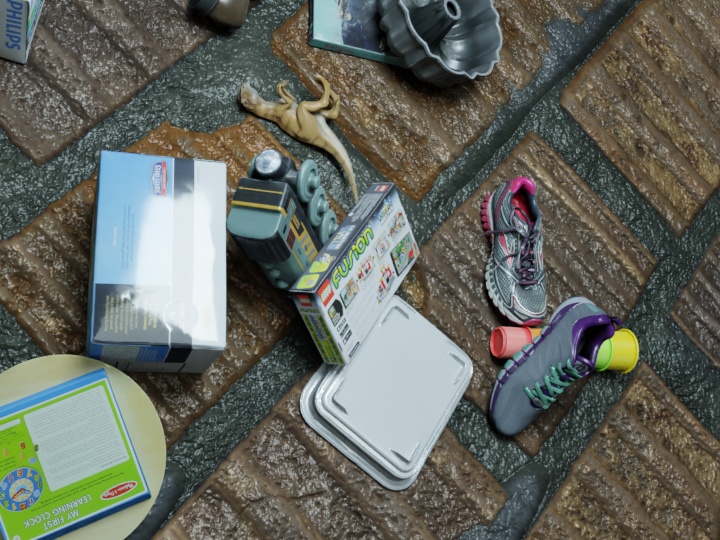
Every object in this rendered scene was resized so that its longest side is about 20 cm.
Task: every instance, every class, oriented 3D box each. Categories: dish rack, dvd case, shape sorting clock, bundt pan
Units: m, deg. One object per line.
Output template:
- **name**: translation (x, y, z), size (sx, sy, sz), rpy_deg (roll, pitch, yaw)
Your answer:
- **dish rack**: translation (0.042, 0.135, 0.973), size (0.171, 0.044, 0.201), rpy_deg (39, 61, -6)
- **dvd case**: translation (-0.002, -0.391, 1.148), size (0.144, 0.022, 0.202), rpy_deg (8, 69, -21)
- **shape sorting clock**: translation (-0.290, 0.183, 0.793), size (0.197, 0.039, 0.203), rpy_deg (1, 86, -13)
- **bundt pan**: translation (0.102, -0.344, 1.129), size (0.200, 0.075, 0.204), rpy_deg (14, 67, -35)

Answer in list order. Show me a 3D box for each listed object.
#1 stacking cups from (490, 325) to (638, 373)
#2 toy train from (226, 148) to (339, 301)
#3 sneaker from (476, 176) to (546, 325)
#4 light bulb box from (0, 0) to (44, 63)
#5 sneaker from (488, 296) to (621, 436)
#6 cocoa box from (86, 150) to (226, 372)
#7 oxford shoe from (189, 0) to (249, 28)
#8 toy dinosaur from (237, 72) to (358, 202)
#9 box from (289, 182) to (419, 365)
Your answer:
- **stacking cups**: translation (0.268, 0.101, 1.072), size (0.198, 0.060, 0.061), rpy_deg (5, 70, -22)
- **toy train**: translation (-0.083, -0.046, 0.907), size (0.084, 0.200, 0.115), rpy_deg (10, 66, 16)
- **sneaker**: translation (0.206, -0.026, 1.077), size (0.080, 0.075, 0.202), rpy_deg (0, 69, -23)
- **light bulb box**: translation (-0.438, -0.366, 0.889), size (0.198, 0.125, 0.201), rpy_deg (15, 66, -19)
- **sneaker**: translation (0.233, 0.123, 0.997), size (0.074, 0.088, 0.201), rpy_deg (34, 90, -18)
- **cocoa box**: translation (-0.215, -0.003, 0.856), size (0.130, 0.133, 0.203), rpy_deg (4, 71, -19)
- **oxford shoe**: translation (-0.155, -0.397, 1.064), size (0.084, 0.072, 0.202), rpy_deg (27, 66, -30)
- **toy dinosaur**: translation (-0.060, -0.184, 1.042), size (0.199, 0.060, 0.107), rpy_deg (33, 87, -4)
- **box**: translation (0.000, 0.000, 0.956), size (0.201, 0.034, 0.111), rpy_deg (-54, 133, -38)
